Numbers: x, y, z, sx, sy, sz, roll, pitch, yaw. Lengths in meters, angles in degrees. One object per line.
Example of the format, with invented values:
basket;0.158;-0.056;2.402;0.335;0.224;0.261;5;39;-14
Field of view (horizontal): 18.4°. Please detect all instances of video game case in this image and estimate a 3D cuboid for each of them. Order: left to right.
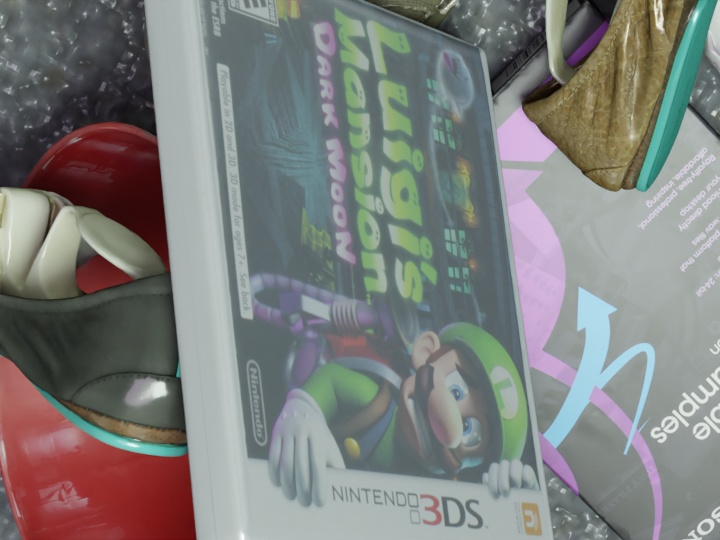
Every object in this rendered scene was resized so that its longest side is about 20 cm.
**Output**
video game case;0.000;0.000;0.757;0.023;0.181;0.202;-17;72;33

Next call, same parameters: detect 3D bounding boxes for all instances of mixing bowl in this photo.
mixing bowl;-0.048;0.043;0.838;0.108;0.199;0.202;-6;108;-39

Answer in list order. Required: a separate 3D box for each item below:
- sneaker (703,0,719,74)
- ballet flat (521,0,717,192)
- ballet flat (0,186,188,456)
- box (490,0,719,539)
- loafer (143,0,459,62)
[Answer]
sneaker;0.179;-0.064;0.848;0.099;0.075;0.202;-4;89;8
ballet flat;0.108;-0.123;0.795;0.072;0.068;0.201;27;123;10
ballet flat;-0.109;0.009;0.778;0.068;0.199;0.069;8;96;-42
box;0.108;0.011;0.887;0.200;0.036;0.143;43;101;-10
loafer;0.009;-0.124;0.846;0.199;0.070;0.075;-32;65;-1
